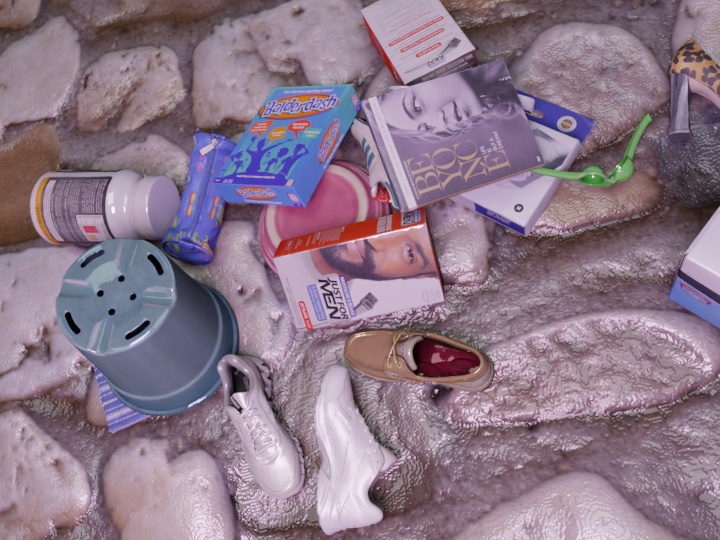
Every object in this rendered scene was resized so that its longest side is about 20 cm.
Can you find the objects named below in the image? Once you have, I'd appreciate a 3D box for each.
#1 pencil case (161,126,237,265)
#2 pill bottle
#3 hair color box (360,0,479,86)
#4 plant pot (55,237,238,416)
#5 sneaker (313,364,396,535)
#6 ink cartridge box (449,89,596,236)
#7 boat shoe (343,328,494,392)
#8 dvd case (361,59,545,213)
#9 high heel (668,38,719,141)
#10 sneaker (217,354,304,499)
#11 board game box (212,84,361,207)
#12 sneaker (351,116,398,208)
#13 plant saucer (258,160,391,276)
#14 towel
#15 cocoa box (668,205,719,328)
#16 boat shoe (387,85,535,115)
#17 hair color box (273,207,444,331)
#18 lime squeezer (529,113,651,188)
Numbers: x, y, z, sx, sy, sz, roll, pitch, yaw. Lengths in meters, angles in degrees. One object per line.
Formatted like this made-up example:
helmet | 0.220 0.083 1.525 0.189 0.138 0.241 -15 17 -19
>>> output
pencil case | -0.233 -0.111 1.066 0.077 0.087 0.202 12 72 -2
pill bottle | -0.381 -0.095 1.082 0.198 0.116 0.118 2 69 17
hair color box | 0.087 -0.335 1.062 0.110 0.064 0.201 -26 51 4
plant pot | -0.278 0.065 0.928 0.198 0.196 0.202 -2 65 5
sneaker | -0.005 0.216 0.884 0.098 0.078 0.202 -5 76 6
ink cartridge box | 0.194 -0.175 0.998 0.199 0.041 0.201 29 78 24
boat shoe | 0.068 0.104 0.904 0.198 0.066 0.075 5 69 17
dvd case | 0.117 -0.171 0.901 0.198 0.016 0.150 -19 82 -10
high heel | 0.501 -0.242 0.921 0.198 0.071 0.144 2 75 26
sneaker | -0.134 0.196 0.917 0.075 0.081 0.201 -29 65 0
board game box | -0.105 -0.185 1.042 0.151 0.045 0.201 6 56 33
sneaker | 0.027 -0.149 0.996 0.200 0.070 0.094 46 120 56
plant saucer | -0.057 -0.074 1.021 0.198 0.051 0.203 -5 67 13
towel | -0.318 0.116 1.035 0.144 0.024 0.201 -24 66 2
cocoa box | 0.471 0.013 0.794 0.199 0.131 0.134 36 81 25
boat shoe | 0.134 -0.209 0.968 0.198 0.072 0.069 2 97 -3
hair color box | 0.000 0.000 0.928 0.198 0.112 0.064 -13 23 9
lime squeezer | 0.313 -0.141 0.936 0.198 0.038 0.071 -23 97 -12
